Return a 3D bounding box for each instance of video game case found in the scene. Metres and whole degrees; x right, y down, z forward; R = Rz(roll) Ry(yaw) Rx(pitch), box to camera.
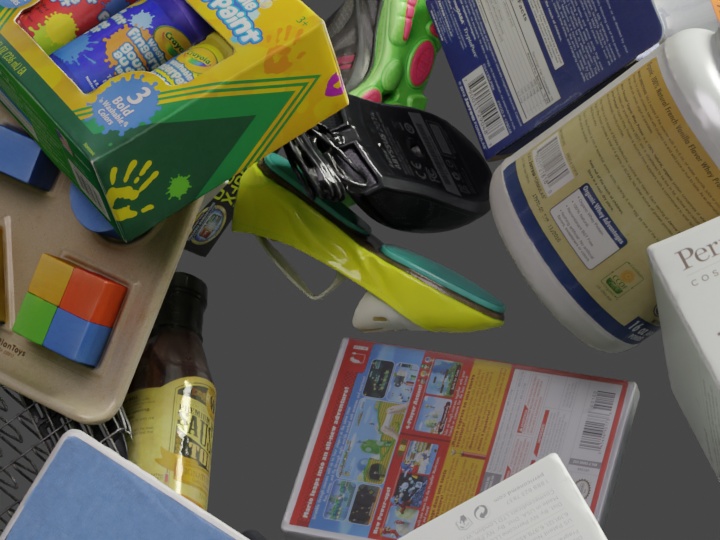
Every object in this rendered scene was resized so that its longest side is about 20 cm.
[{"bbox_3d":[0.063,0.120,1.711,0.199,0.017,0.144,8,61,19],"label":"video game case"}]

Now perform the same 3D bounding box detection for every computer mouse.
[{"bbox_3d":[0.005,-0.072,1.767,0.053,0.199,0.139,-43,51,28],"label":"computer mouse"}]

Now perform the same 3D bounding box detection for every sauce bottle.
[{"bbox_3d":[-0.125,0.094,1.746,0.066,0.066,0.201,-4,59,12],"label":"sauce bottle"}]

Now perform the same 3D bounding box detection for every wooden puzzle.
[{"bbox_3d":[-0.197,-0.026,1.717,0.184,0.046,0.201,23,87,30],"label":"wooden puzzle"}]

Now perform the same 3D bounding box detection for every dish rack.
[{"bbox_3d":[-0.235,0.131,1.735,0.199,0.055,0.154,-36,57,6],"label":"dish rack"}]

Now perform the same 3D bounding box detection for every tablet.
[{"bbox_3d":[-0.128,0.201,1.653,0.199,0.014,0.131,32,89,8],"label":"tablet"}]

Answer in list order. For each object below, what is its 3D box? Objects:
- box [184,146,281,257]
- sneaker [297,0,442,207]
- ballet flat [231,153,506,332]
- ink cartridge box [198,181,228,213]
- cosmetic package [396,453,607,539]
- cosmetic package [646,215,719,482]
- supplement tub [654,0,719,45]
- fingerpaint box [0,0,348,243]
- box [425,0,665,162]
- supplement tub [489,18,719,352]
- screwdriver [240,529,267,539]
[{"bbox_3d":[-0.133,-0.130,1.865,0.200,0.044,0.161,40,99,33],"label":"box"},{"bbox_3d":[0.000,-0.125,1.862,0.083,0.077,0.201,-1,57,50],"label":"sneaker"},{"bbox_3d":[0.000,0.000,1.774,0.199,0.067,0.067,33,100,12],"label":"ballet flat"},{"bbox_3d":[-0.206,-0.049,1.806,0.200,0.084,0.145,-44,59,10],"label":"ink cartridge box"},{"bbox_3d":[0.116,0.248,1.505,0.122,0.200,0.200,-29,55,-6],"label":"cosmetic package"},{"bbox_3d":[0.285,0.071,1.595,0.164,0.165,0.201,-23,55,-2],"label":"cosmetic package"},{"bbox_3d":[0.281,-0.172,1.777,0.199,0.123,0.123,-19,55,2],"label":"supplement tub"},{"bbox_3d":[-0.131,-0.133,1.678,0.166,0.074,0.200,-32,45,-13],"label":"fingerpaint box"},{"bbox_3d":[0.126,-0.164,1.763,0.032,0.200,0.122,-13,77,-36],"label":"box"},{"bbox_3d":[0.194,-0.058,1.678,0.200,0.144,0.145,-36,53,20],"label":"supplement tub"},{"bbox_3d":[-0.014,0.225,1.655,0.200,0.028,0.029,40,103,34],"label":"screwdriver"}]
